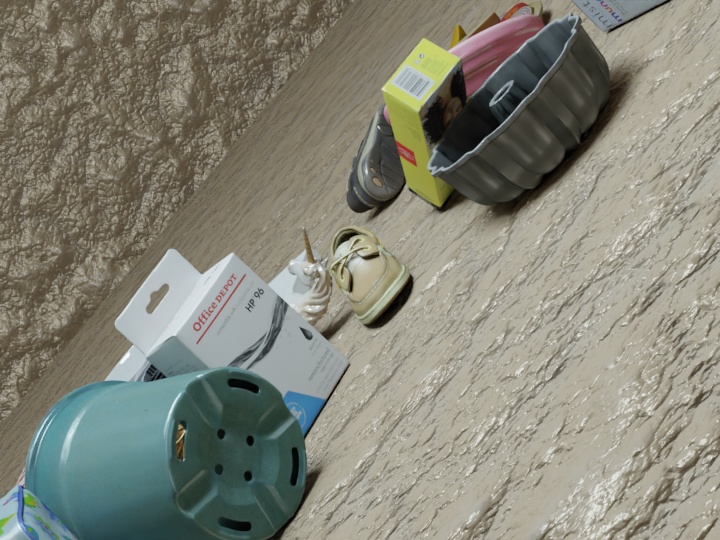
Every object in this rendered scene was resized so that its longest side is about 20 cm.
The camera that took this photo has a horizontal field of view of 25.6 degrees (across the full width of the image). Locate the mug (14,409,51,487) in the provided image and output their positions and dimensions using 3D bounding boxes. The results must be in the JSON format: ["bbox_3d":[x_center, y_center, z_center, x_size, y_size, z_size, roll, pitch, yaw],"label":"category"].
[{"bbox_3d":[-0.342,0.261,1.875,0.177,0.133,0.201,-41,17,37],"label":"mug"}]

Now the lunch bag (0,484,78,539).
[{"bbox_3d":[-0.236,0.274,1.285,0.082,0.200,0.161,-41,14,-4],"label":"lunch bag"}]

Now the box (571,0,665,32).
[{"bbox_3d":[0.306,-0.361,1.593,0.201,0.097,0.176,-53,13,-21],"label":"box"}]

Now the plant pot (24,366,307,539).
[{"bbox_3d":[-0.160,0.175,1.385,0.195,0.200,0.201,-23,27,47],"label":"plant pot"}]

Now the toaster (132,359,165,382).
[{"bbox_3d":[-0.190,0.124,1.809,0.201,0.113,0.129,-51,9,-2],"label":"toaster"}]

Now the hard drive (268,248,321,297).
[{"bbox_3d":[-0.132,0.066,1.976,0.200,0.026,0.132,-43,13,24],"label":"hard drive"}]

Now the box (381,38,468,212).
[{"bbox_3d":[0.073,-0.143,1.601,0.076,0.050,0.200,-52,-23,-15],"label":"box"}]

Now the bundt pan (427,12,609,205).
[{"bbox_3d":[0.157,-0.141,1.482,0.202,0.076,0.202,-46,13,14],"label":"bundt pan"}]

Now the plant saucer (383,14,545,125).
[{"bbox_3d":[0.120,-0.201,1.718,0.199,0.051,0.201,-29,-8,-4],"label":"plant saucer"}]

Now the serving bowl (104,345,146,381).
[{"bbox_3d":[-0.289,0.140,2.202,0.200,0.066,0.200,-45,13,14],"label":"serving bowl"}]

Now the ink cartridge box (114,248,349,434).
[{"bbox_3d":[-0.121,0.070,1.508,0.068,0.200,0.116,-32,20,51],"label":"ink cartridge box"}]

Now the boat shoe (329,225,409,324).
[{"bbox_3d":[0.000,0.000,1.619,0.074,0.066,0.200,-48,12,2],"label":"boat shoe"}]

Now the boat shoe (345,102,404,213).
[{"bbox_3d":[0.022,-0.143,1.972,0.073,0.074,0.201,-39,14,35],"label":"boat shoe"}]

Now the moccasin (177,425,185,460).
[{"bbox_3d":[-0.166,0.169,1.648,0.074,0.078,0.201,-48,16,-4],"label":"moccasin"}]

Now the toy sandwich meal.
[{"bbox_3d":[0.141,-0.269,1.947,0.205,0.070,0.205,-46,12,13],"label":"toy sandwich meal"}]

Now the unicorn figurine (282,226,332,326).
[{"bbox_3d":[-0.087,0.061,1.688,0.137,0.073,0.203,1,79,53],"label":"unicorn figurine"}]
